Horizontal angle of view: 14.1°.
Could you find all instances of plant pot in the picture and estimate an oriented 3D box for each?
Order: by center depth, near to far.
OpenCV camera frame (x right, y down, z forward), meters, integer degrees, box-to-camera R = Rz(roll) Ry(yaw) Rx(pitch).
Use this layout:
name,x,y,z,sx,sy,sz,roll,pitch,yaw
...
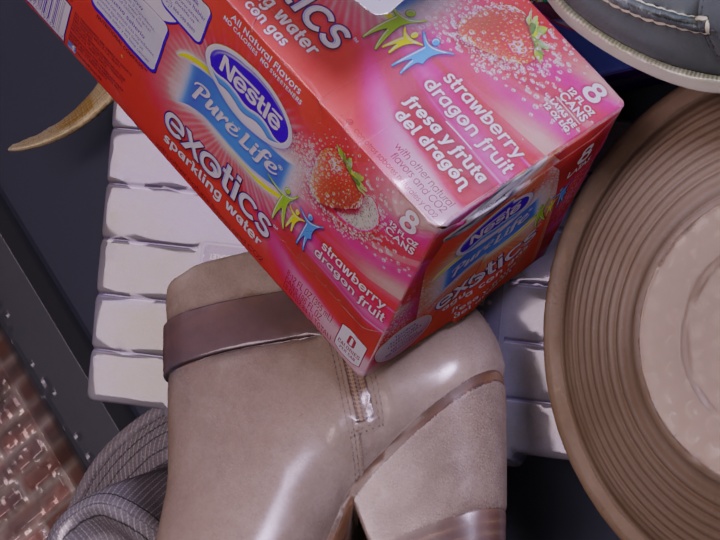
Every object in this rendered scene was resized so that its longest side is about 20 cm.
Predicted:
name,x,y,z,sx,sy,sz,roll,pitch,yaw
plant pot,0.149,0.022,0.962,0.200,0.093,0.202,-1,88,20

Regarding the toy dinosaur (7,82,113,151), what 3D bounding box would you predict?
name,x,y,z,sx,sy,sz,roll,pitch,yaw
toy dinosaur,-0.061,-0.122,1.126,0.101,0.058,0.201,29,104,40

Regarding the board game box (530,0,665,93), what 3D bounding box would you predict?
name,x,y,z,sx,sy,sz,roll,pitch,yaw
board game box,0.135,-0.144,1.013,0.199,0.045,0.135,-12,84,28

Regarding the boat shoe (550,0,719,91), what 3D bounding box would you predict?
name,x,y,z,sx,sy,sz,roll,pitch,yaw
boat shoe,0.147,-0.093,0.926,0.199,0.062,0.073,19,67,24

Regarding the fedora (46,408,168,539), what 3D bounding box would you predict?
name,x,y,z,sx,sy,sz,roll,pitch,yaw
fedora,-0.063,0.142,1.091,0.176,0.090,0.201,-26,77,25

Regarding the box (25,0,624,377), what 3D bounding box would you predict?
name,x,y,z,sx,sy,sz,roll,pitch,yaw
box,-0.018,-0.078,0.993,0.200,0.095,0.100,48,148,15

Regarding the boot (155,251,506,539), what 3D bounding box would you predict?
name,x,y,z,sx,sy,sz,roll,pitch,yaw
boot,-0.042,0.069,1.019,0.199,0.070,0.147,-17,70,-4

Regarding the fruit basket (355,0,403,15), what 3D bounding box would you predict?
name,x,y,z,sx,sy,sz,roll,pitch,yaw
fruit basket,0.004,-0.197,0.957,0.185,0.200,0.094,39,150,19

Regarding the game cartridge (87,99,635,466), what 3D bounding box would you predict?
name,x,y,z,sx,sy,sz,roll,pitch,yaw
game cartridge,0.000,0.000,1.074,0.199,0.038,0.130,7,97,15
